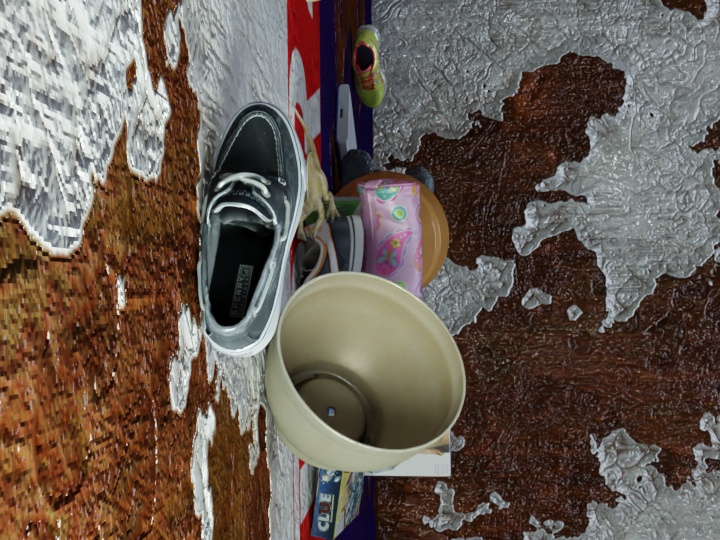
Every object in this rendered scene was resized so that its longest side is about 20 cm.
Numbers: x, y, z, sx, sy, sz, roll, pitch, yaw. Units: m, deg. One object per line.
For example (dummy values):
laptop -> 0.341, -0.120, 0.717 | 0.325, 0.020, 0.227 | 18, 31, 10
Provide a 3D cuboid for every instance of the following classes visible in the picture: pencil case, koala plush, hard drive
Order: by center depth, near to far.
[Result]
pencil case -> 0.036, -0.018, 1.340 | 0.087, 0.087, 0.201 | -63, 154, -83
koala plush -> 0.033, -0.109, 1.939 | 0.200, 0.177, 0.184 | 53, 54, -86
hard drive -> -0.027, -0.249, 2.017 | 0.200, 0.025, 0.132 | 82, 8, -63

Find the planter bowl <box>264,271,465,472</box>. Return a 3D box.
planter bowl -> -0.013, 0.121, 1.045 | 0.135, 0.200, 0.201 | 125, -25, -46

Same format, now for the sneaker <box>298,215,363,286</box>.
sneaker -> -0.040, 0.024, 1.331 | 0.078, 0.079, 0.201 | -117, -154, -65

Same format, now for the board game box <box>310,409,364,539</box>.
board game box -> -0.022, 0.263, 1.461 | 0.135, 0.034, 0.201 | -5, 104, -75

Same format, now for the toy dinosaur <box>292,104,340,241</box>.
toy dinosaur -> -0.057, -0.104, 1.233 | 0.101, 0.058, 0.200 | 84, 6, -46

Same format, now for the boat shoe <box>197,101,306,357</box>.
boat shoe -> -0.083, -0.041, 0.747 | 0.068, 0.072, 0.201 | 84, 13, -69

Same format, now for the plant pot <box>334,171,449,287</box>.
plant pot -> 0.018, -0.045, 1.551 | 0.140, 0.199, 0.201 | -24, 114, -67

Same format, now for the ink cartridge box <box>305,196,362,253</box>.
ink cartridge box -> 0.000, 0.000, 1.428 | 0.084, 0.146, 0.201 | -81, 170, -82

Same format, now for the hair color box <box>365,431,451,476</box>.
hair color box -> 0.048, 0.275, 1.688 | 0.065, 0.199, 0.110 | -60, 149, -84

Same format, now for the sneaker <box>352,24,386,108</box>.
sneaker -> 0.012, -0.468, 2.431 | 0.090, 0.078, 0.200 | -72, 157, -54

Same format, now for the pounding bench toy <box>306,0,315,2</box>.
pounding bench toy -> -0.038, -0.368, 1.058 | 0.156, 0.124, 0.201 | -67, 156, -83
